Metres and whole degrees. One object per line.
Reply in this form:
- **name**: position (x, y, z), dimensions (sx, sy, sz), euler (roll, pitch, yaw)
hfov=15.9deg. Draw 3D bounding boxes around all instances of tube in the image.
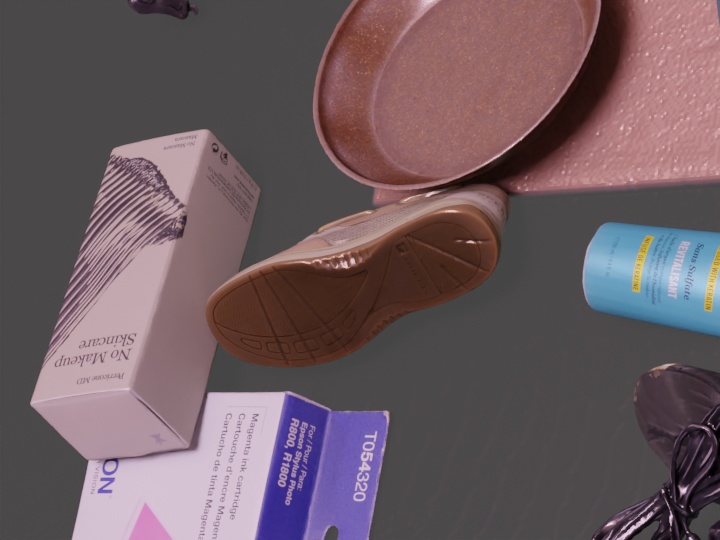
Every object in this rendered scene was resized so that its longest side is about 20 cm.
- **tube**: position (0.219, 0.011, 1.388), dimensions (0.200, 0.050, 0.078), euler (8, 82, 32)

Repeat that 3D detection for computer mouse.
- **computer mouse**: position (0.218, 0.171, 1.291), dimensions (0.139, 0.053, 0.200), euler (-50, 61, 21)

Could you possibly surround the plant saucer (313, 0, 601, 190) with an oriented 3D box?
- **plant saucer**: position (0.064, -0.126, 1.548), dimensions (0.200, 0.037, 0.201), euler (-20, 50, 26)

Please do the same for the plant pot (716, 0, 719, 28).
- **plant pot**: position (0.269, -0.122, 1.336), dimensions (0.200, 0.200, 0.135), euler (43, 131, 40)

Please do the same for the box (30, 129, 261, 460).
- **box**: position (-0.130, 0.014, 1.584), dimensions (0.082, 0.068, 0.200), euler (-11, 49, 30)

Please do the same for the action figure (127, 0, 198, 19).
- **action figure**: position (-0.075, -0.239, 1.672), dimensions (0.200, 0.102, 0.119), euler (-23, 46, 27)

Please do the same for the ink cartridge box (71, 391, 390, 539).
- **ink cartridge box**: position (-0.089, 0.169, 1.532), dimensions (0.200, 0.043, 0.197), euler (-3, 67, 36)

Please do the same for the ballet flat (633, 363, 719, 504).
- **ballet flat**: position (0.223, 0.097, 1.348), dimensions (0.200, 0.057, 0.067), euler (23, 118, 43)

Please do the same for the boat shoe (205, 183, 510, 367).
- **boat shoe**: position (0.000, 0.000, 1.537), dimensions (0.200, 0.072, 0.065), euler (-23, 18, 26)
